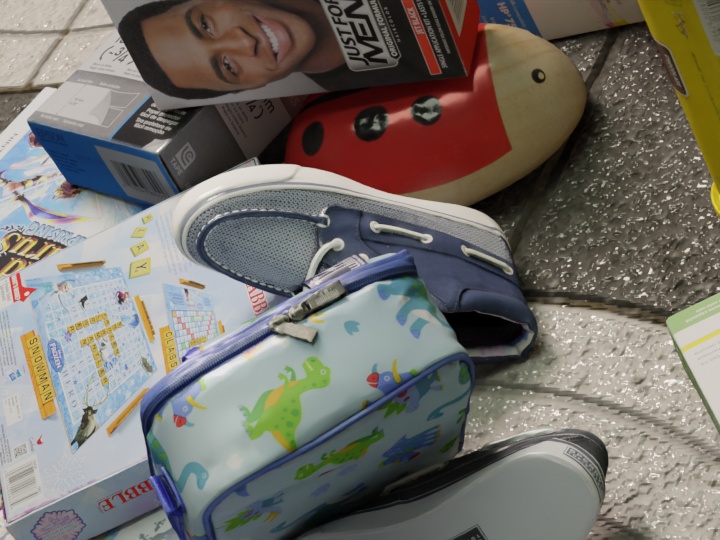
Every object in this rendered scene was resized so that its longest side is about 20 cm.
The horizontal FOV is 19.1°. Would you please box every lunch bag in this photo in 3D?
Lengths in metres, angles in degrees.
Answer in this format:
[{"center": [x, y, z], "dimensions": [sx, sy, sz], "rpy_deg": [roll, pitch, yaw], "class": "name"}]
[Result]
[{"center": [-0.029, 0.079, 1.054], "dimensions": [0.161, 0.200, 0.083], "rpy_deg": [-30, 72, -11], "class": "lunch bag"}]

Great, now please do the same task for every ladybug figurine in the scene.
[{"center": [0.036, -0.093, 1.306], "dimensions": [0.200, 0.072, 0.136], "rpy_deg": [-21, 38, 13], "class": "ladybug figurine"}]

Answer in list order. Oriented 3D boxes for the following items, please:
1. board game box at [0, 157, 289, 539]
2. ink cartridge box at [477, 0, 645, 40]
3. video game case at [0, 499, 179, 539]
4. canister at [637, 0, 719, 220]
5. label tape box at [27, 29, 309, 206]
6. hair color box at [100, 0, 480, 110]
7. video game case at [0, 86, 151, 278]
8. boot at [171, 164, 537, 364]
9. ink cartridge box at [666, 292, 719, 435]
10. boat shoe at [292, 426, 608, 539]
[{"center": [-0.122, 0.047, 1.241], "dimensions": [0.199, 0.041, 0.200], "rpy_deg": [-25, 43, 5], "class": "board game box"}, {"center": [0.171, -0.217, 1.372], "dimensions": [0.200, 0.067, 0.116], "rpy_deg": [-8, 44, 27], "class": "ink cartridge box"}, {"center": [-0.161, 0.180, 1.178], "dimensions": [0.200, 0.024, 0.182], "rpy_deg": [-46, 39, -20], "class": "video game case"}, {"center": [0.226, -0.123, 1.116], "dimensions": [0.149, 0.200, 0.087], "rpy_deg": [-43, 39, -16], "class": "canister"}, {"center": [-0.098, -0.132, 1.388], "dimensions": [0.144, 0.063, 0.200], "rpy_deg": [16, 56, 45], "class": "label tape box"}, {"center": [-0.040, -0.157, 1.256], "dimensions": [0.200, 0.102, 0.061], "rpy_deg": [-5, 48, 21], "class": "hair color box"}, {"center": [-0.201, -0.037, 1.439], "dimensions": [0.200, 0.045, 0.181], "rpy_deg": [15, 57, 43], "class": "video game case"}, {"center": [0.000, 0.000, 1.167], "dimensions": [0.200, 0.073, 0.090], "rpy_deg": [5, 35, -19], "class": "boot"}, {"center": [0.245, 0.064, 1.018], "dimensions": [0.145, 0.048, 0.200], "rpy_deg": [-26, 35, 6], "class": "ink cartridge box"}, {"center": [0.034, 0.132, 1.069], "dimensions": [0.200, 0.072, 0.068], "rpy_deg": [-30, 6, 21], "class": "boat shoe"}]
